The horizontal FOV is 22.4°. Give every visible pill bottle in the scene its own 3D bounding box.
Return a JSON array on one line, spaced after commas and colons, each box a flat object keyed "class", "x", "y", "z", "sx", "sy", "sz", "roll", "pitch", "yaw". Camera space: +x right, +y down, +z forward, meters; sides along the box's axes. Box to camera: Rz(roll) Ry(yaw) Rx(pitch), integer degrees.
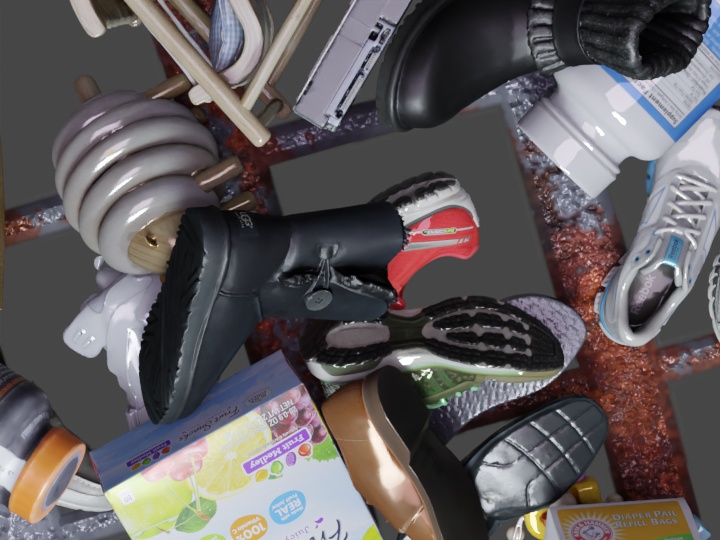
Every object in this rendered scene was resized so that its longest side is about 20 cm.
[{"class": "pill bottle", "x": 0.214, "y": -0.153, "z": 1.345, "sx": 0.112, "sy": 0.112, "sz": 0.200, "roll": 44, "pitch": 99, "yaw": -5}, {"class": "pill bottle", "x": -0.305, "y": 0.107, "z": 1.349, "sx": 0.200, "sy": 0.106, "sz": 0.106, "roll": 30, "pitch": 100, "yaw": 7}]

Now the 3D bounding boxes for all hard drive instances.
[{"class": "hard drive", "x": 0.005, "y": -0.173, "z": 1.303, "sx": 0.038, "sy": 0.200, "sz": 0.140, "roll": 30, "pitch": 100, "yaw": -3}]

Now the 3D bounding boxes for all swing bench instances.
[{"class": "swing bench", "x": -0.116, "y": -0.201, "z": 1.303, "sx": 0.200, "sy": 0.199, "sz": 0.130, "roll": 30, "pitch": 100, "yaw": -3}]

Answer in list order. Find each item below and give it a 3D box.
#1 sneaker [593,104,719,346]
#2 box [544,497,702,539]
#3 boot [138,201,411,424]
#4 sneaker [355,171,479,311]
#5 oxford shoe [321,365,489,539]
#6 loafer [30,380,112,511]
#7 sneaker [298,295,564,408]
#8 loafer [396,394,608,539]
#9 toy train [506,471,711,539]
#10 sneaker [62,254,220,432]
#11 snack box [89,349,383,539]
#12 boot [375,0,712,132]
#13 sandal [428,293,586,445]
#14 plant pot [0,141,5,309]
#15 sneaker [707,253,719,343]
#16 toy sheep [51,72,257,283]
[{"class": "sneaker", "x": 0.242, "y": -0.028, "z": 1.379, "sx": 0.075, "sy": 0.087, "sz": 0.200, "roll": 20, "pitch": 99, "yaw": 0}, {"class": "box", "x": 0.197, "y": 0.281, "z": 1.383, "sx": 0.112, "sy": 0.101, "sz": 0.200, "roll": -3, "pitch": 124, "yaw": -7}, {"class": "boot", "x": -0.062, "y": 0.033, "z": 1.323, "sx": 0.168, "sy": 0.076, "sz": 0.200, "roll": 0, "pitch": 131, "yaw": -26}, {"class": "sneaker", "x": 0.000, "y": 0.000, "z": 1.399, "sx": 0.200, "sy": 0.077, "sz": 0.085, "roll": -24, "pitch": 107, "yaw": 8}, {"class": "oxford shoe", "x": 0.037, "y": 0.167, "z": 1.361, "sx": 0.071, "sy": 0.071, "sz": 0.200, "roll": -22, "pitch": 102, "yaw": 30}, {"class": "loafer", "x": -0.270, "y": 0.122, "z": 1.429, "sx": 0.200, "sy": 0.070, "sz": 0.070, "roll": 29, "pitch": 108, "yaw": -3}, {"class": "sneaker", "x": 0.056, "y": 0.075, "z": 1.392, "sx": 0.200, "sy": 0.077, "sz": 0.089, "roll": 0, "pitch": 135, "yaw": 7}, {"class": "loafer", "x": 0.106, "y": 0.161, "z": 1.421, "sx": 0.200, "sy": 0.072, "sz": 0.073, "roll": -37, "pitch": 102, "yaw": 7}, {"class": "toy train", "x": 0.174, "y": 0.241, "z": 1.442, "sx": 0.200, "sy": 0.056, "sz": 0.150, "roll": -40, "pitch": 96, "yaw": 7}, {"class": "sneaker", "x": -0.171, "y": 0.082, "z": 1.420, "sx": 0.115, "sy": 0.075, "sz": 0.200, "roll": 16, "pitch": 109, "yaw": 10}, {"class": "snack box", "x": -0.086, "y": 0.187, "z": 1.389, "sx": 0.169, "sy": 0.068, "sz": 0.200, "roll": -29, "pitch": 121, "yaw": -5}, {"class": "boot", "x": 0.125, "y": -0.153, "z": 1.245, "sx": 0.158, "sy": 0.079, "sz": 0.211, "roll": 28, "pitch": 62, "yaw": 34}, {"class": "sandal", "x": 0.088, "y": 0.082, "z": 1.430, "sx": 0.200, "sy": 0.043, "sz": 0.076, "roll": -36, "pitch": 90, "yaw": 17}, {"class": "plant pot", "x": -0.342, "y": -0.083, "z": 1.354, "sx": 0.186, "sy": 0.186, "sz": 0.200, "roll": 10, "pitch": 87, "yaw": 0}, {"class": "sneaker", "x": 0.322, "y": -0.022, "z": 1.378, "sx": 0.078, "sy": 0.082, "sz": 0.200, "roll": 18, "pitch": 101, "yaw": -1}, {"class": "toy sheep", "x": -0.164, "y": -0.074, "z": 1.364, "sx": 0.138, "sy": 0.138, "sz": 0.200, "roll": -38, "pitch": 58, "yaw": 8}]
